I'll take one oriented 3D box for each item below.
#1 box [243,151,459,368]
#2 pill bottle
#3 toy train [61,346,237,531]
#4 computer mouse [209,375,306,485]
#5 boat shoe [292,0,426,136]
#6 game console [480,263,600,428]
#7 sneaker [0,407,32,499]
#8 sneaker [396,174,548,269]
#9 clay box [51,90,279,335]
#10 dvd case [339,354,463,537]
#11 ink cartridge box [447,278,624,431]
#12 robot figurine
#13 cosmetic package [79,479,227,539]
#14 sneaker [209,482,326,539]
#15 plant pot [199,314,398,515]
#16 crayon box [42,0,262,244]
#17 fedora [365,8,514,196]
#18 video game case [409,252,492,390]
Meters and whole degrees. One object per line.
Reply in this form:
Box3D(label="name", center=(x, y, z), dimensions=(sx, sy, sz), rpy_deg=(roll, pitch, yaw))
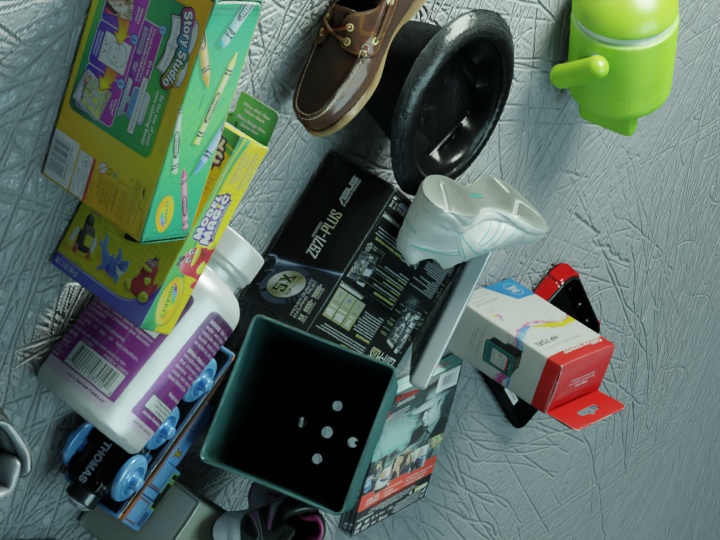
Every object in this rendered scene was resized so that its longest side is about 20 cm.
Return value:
Box3D(label="box", center=(0.000, 0.000, 1.793), dimensions=(0.165, 0.086, 0.200), rpy_deg=(-58, 151, -1))
Box3D(label="pill bottle", center=(-0.173, 0.046, 1.551), dimensions=(0.201, 0.112, 0.112), rpy_deg=(-52, 150, -9))
Box3D(label="toy train", center=(-0.190, 0.135, 1.646), dimensions=(0.201, 0.086, 0.114), rpy_deg=(-55, 159, -9))
Box3D(label="computer mouse", center=(-0.108, 0.155, 1.821), dimensions=(0.200, 0.046, 0.142), rpy_deg=(-23, 129, -61))
Box3D(label="boat shoe", center=(-0.004, -0.217, 1.608), dimensions=(0.201, 0.070, 0.070), rpy_deg=(-61, 147, -9))
Box3D(label="game console", center=(0.226, 0.094, 2.287), dimensions=(0.177, 0.031, 0.200), rpy_deg=(-48, 149, -8))
Box3D(label="sneaker", center=(-0.319, 0.164, 1.441), dimensions=(0.075, 0.113, 0.201), rpy_deg=(-30, 140, -38))
Box3D(label="sneaker", center=(0.105, -0.044, 1.766), dimensions=(0.199, 0.071, 0.080), rpy_deg=(3, 131, -49))
Box3D(label="clay box", center=(-0.157, -0.064, 1.470), dimensions=(0.047, 0.114, 0.201), rpy_deg=(17, 103, -58))
Box3D(label="dvd case", center=(0.048, 0.204, 2.125), dimensions=(0.145, 0.022, 0.201), rpy_deg=(-22, 136, -46))
Box3D(label="ink cartridge box", center=(0.205, 0.094, 2.074), dimensions=(0.116, 0.199, 0.068), rpy_deg=(-17, 132, -49))
Box3D(label="robot figurine", center=(0.281, -0.244, 1.956), dimensions=(0.175, 0.115, 0.201), rpy_deg=(-45, 148, -33))
Box3D(label="cosmetic package", center=(-0.171, 0.259, 1.766), dimensions=(0.088, 0.103, 0.200), rpy_deg=(-55, 149, -7))
Box3D(label="sneaker", center=(-0.068, 0.246, 1.744), dimensions=(0.200, 0.085, 0.081), rpy_deg=(-41, 123, -69))
Box3D(label="plant pot", center=(-0.045, 0.143, 1.722), dimensions=(0.200, 0.140, 0.143), rpy_deg=(52, 58, -79))
Box3D(label="crayon box", center=(-0.161, -0.137, 1.392), dimensions=(0.058, 0.118, 0.202), rpy_deg=(-9, 125, -53))
Box3D(label="fedora", center=(0.061, -0.172, 1.719), dimensions=(0.200, 0.091, 0.202), rpy_deg=(-40, 150, -29))
Box3D(label="video game case", center=(0.103, 0.013, 1.935), dimensions=(0.182, 0.023, 0.201), rpy_deg=(-75, -171, -78))
